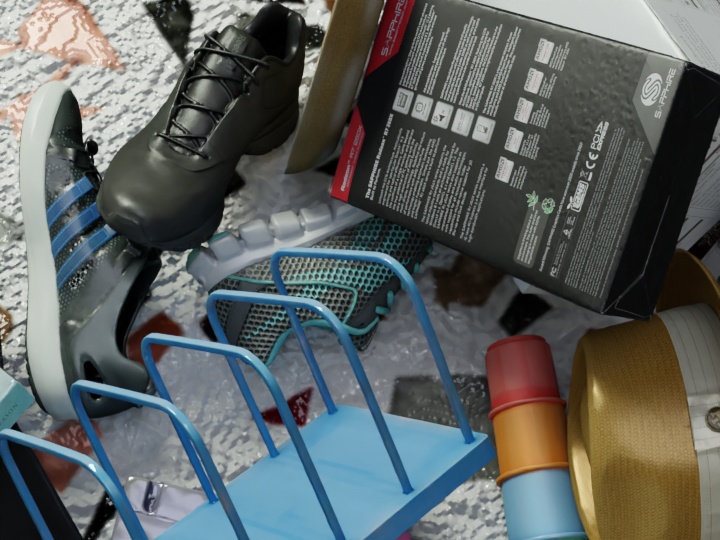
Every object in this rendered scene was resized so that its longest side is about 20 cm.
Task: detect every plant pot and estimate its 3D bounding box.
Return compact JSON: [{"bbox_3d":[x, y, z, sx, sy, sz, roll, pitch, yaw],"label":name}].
[{"bbox_3d":[-0.004,-0.149,0.844,0.027,0.200,0.202,17,71,-5],"label":"plant pot"}]

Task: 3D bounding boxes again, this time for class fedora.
[{"bbox_3d":[0.155,0.091,0.771,0.081,0.201,0.203,-6,71,-1],"label":"fedora"}]

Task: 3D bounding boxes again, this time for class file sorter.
[{"bbox_3d":[-0.062,0.088,0.733,0.199,0.138,0.124,-35,111,-30],"label":"file sorter"}]

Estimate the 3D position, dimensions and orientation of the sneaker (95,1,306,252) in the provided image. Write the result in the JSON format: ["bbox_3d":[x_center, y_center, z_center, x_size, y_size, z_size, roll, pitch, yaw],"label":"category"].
[{"bbox_3d":[-0.089,-0.090,0.840,0.075,0.091,0.201,25,43,5],"label":"sneaker"}]

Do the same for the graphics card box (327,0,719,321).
[{"bbox_3d":[0.080,-0.066,0.746,0.199,0.051,0.127,24,100,43],"label":"graphics card box"}]

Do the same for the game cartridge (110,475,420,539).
[{"bbox_3d":[-0.050,0.199,0.808,0.197,0.038,0.131,12,75,2],"label":"game cartridge"}]

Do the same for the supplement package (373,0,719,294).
[{"bbox_3d":[0.125,-0.110,0.821,0.110,0.156,0.201,4,48,-44],"label":"supplement package"}]

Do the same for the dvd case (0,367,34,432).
[{"bbox_3d":[-0.276,0.078,0.771,0.199,0.022,0.146,28,72,42],"label":"dvd case"}]

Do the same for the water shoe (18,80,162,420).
[{"bbox_3d":[-0.156,-0.013,0.860,0.078,0.072,0.203,-4,80,0],"label":"water shoe"}]

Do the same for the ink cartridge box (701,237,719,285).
[{"bbox_3d":[0.273,0.006,0.791,0.084,0.201,0.146,-37,75,-23],"label":"ink cartridge box"}]

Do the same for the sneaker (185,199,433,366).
[{"bbox_3d":[0.000,0.000,0.868,0.197,0.078,0.092,-18,88,-5],"label":"sneaker"}]

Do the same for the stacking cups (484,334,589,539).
[{"bbox_3d":[0.106,0.139,0.827,0.060,0.061,0.203,-5,66,-3],"label":"stacking cups"}]

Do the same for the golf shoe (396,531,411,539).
[{"bbox_3d":[-0.053,0.203,0.760,0.198,0.075,0.092,-27,88,-8],"label":"golf shoe"}]

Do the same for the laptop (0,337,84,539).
[{"bbox_3d":[-0.250,0.112,0.816,0.176,0.104,0.201,-26,47,8],"label":"laptop"}]
